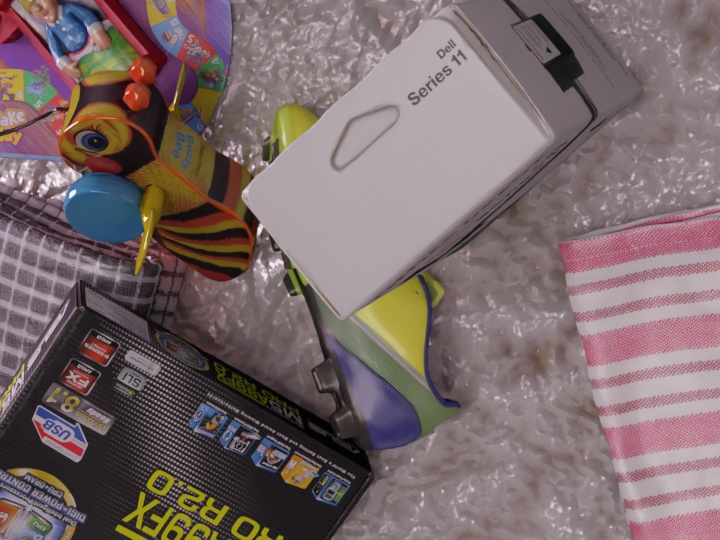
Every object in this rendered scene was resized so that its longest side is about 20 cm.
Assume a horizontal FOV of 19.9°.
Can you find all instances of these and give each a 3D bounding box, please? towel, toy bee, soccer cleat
[{"bbox_3d":[-0.216,0.037,1.213,0.199,0.086,0.166,18,106,16],"label":"towel"},{"bbox_3d":[-0.123,-0.061,1.105,0.109,0.199,0.131,-34,59,44],"label":"toy bee"},{"bbox_3d":[0.000,0.000,1.149,0.083,0.065,0.201,-17,90,-7],"label":"soccer cleat"},{"bbox_3d":[0.194,0.066,1.097,0.146,0.030,0.201,-11,97,23],"label":"towel"}]

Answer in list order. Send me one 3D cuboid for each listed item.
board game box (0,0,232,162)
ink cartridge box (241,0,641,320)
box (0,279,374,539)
[{"bbox_3d":[-0.173,-0.138,1.185,0.199,0.039,0.159,5,102,20],"label":"board game box"},{"bbox_3d":[0.046,-0.065,1.033,0.147,0.200,0.083,-41,85,23],"label":"ink cartridge box"},{"bbox_3d":[-0.117,0.123,1.158,0.200,0.044,0.160,32,102,-18],"label":"box"}]
